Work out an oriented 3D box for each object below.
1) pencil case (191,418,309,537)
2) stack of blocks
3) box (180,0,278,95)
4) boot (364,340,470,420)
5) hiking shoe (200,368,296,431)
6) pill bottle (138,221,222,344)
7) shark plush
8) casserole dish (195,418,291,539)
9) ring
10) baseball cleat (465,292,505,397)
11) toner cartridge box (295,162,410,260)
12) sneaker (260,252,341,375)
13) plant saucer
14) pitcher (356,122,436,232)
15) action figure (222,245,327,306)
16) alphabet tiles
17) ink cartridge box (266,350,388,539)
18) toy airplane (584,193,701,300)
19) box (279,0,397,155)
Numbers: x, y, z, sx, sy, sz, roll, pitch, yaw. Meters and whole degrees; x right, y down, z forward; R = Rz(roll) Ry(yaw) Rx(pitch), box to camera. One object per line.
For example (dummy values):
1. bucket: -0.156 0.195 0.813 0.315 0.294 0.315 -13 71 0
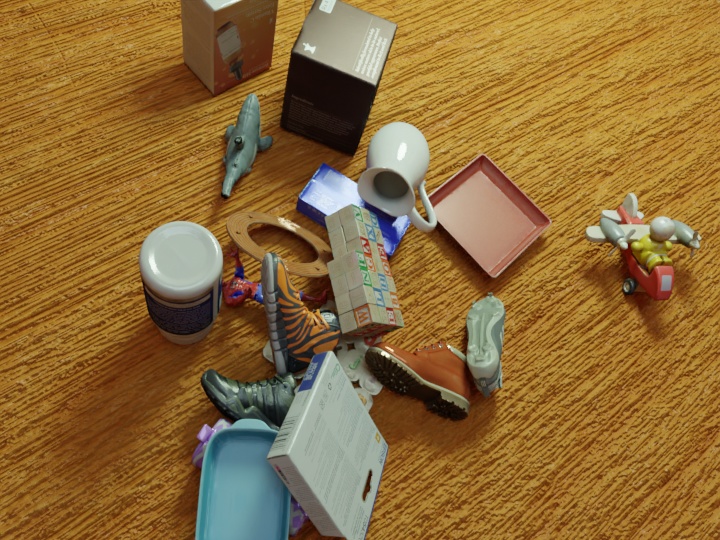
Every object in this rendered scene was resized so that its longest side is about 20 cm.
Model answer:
1. pencil case: -0.145 0.293 0.898 0.197 0.086 0.085 31 73 5
2. stack of blocks: 0.000 0.000 1.029 0.057 0.114 0.205 -22 72 25
3. box: -0.246 -0.464 1.191 0.151 0.201 0.107 -37 74 -27
4. boot: 0.098 0.153 1.034 0.197 0.075 0.109 30 55 -16
5. hiking shoe: -0.144 0.192 0.954 0.198 0.076 0.102 34 67 -7
6. pill bottle: -0.262 0.028 0.938 0.112 0.201 0.119 6 60 -10
7. shark plush: -0.227 -0.221 1.139 0.089 0.084 0.203 25 60 0
8. casserole dish: -0.151 0.302 0.828 0.117 0.039 0.206 4 70 -7
9. ring: -0.131 -0.041 1.051 0.196 0.020 0.201 23 22 -9
10. baseball cleat: 0.214 0.132 1.087 0.068 0.109 0.201 -2 31 22
11. toner cartridge box: -0.012 -0.104 1.157 0.197 0.043 0.096 32 59 3
12. sneaker: -0.090 0.059 0.968 0.109 0.205 0.078 -11 30 -13
13. plant saucer: 0.241 -0.104 1.226 0.199 0.037 0.200 -37 77 -28
14. pitcher: 0.081 -0.171 1.162 0.171 0.120 0.202 41 34 -19
15. action figure: -0.154 0.026 1.018 0.194 0.100 0.067 10 59 5
16. alphabet tiles: -0.057 0.154 1.031 0.197 0.015 0.198 32 63 4
17. ink cartridge box: -0.037 0.256 0.893 0.203 0.042 0.198 62 28 -24
18. toy airplane: 0.552 -0.066 1.224 0.198 0.142 0.200 40 62 9
19. box: -0.045 -0.362 1.191 0.160 0.201 0.169 20 61 -3
